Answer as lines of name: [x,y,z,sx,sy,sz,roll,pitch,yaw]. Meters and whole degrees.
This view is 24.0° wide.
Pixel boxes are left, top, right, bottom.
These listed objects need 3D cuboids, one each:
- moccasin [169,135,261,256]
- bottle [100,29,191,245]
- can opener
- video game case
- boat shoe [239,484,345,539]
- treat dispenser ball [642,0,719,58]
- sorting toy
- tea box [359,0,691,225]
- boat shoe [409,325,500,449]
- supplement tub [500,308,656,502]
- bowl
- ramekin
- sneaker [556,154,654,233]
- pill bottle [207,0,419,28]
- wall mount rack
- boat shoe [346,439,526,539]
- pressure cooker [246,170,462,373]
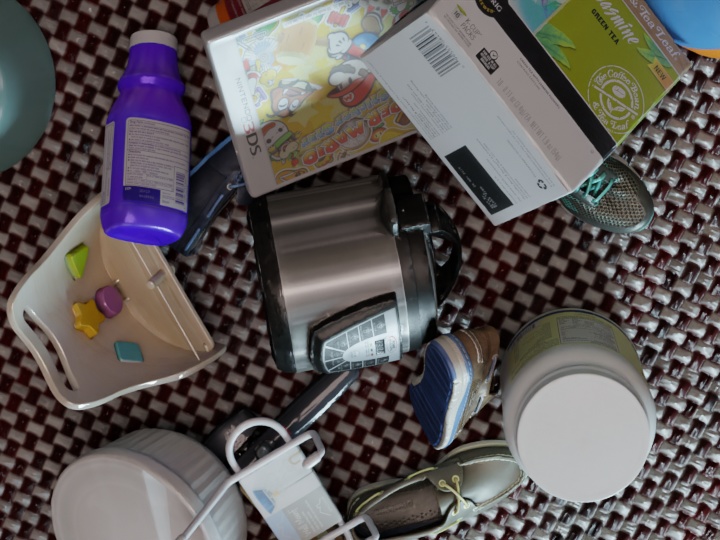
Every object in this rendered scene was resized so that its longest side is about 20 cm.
moccasin: [-0.118,-0.091,1.663,0.200,0.080,0.068,-40,87,25]
bottle: [-0.203,-0.128,1.624,0.083,0.065,0.203,10,73,-33]
can opener: [-0.077,0.157,1.719,0.199,0.063,0.079,-38,103,11]
video game case: [-0.032,-0.175,1.561,0.198,0.023,0.183,-23,132,-9]
boat shoe: [-0.062,0.271,1.721,0.076,0.072,0.201,-34,117,-9]
treat dispenser ball: [0.334,-0.291,1.517,0.198,0.201,0.203,1,103,3]
sorting toy: [-0.255,0.043,1.635,0.106,0.180,0.201,-22,101,38]
tea box: [0.147,-0.186,1.503,0.200,0.133,0.197,50,62,-9]
boat shoe: [0.099,0.115,1.654,0.072,0.200,0.073,-23,71,-16]
supplement tub: [0.206,0.128,1.625,0.143,0.200,0.147,1,104,3]
bowl: [-0.403,-0.178,1.641,0.198,0.105,0.203,1,104,3]
ramekin: [-0.203,0.252,1.704,0.200,0.094,0.205,13,119,25]
sneaker: [0.198,-0.098,1.628,0.199,0.091,0.078,35,104,-5]
pill bottle: [-0.036,-0.250,1.598,0.199,0.110,0.110,-30,100,10]
wall mount rack: [-0.085,0.248,1.627,0.173,0.075,0.201,-31,116,0]
boat shoe: [0.080,0.231,1.729,0.200,0.060,0.073,-20,101,8]
pressure cooker: [-0.001,-0.003,1.615,0.198,0.176,0.181,-10,102,-4]
